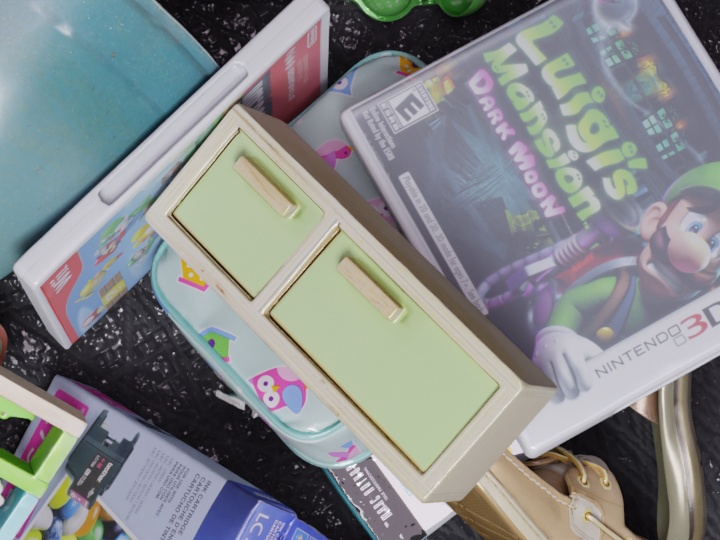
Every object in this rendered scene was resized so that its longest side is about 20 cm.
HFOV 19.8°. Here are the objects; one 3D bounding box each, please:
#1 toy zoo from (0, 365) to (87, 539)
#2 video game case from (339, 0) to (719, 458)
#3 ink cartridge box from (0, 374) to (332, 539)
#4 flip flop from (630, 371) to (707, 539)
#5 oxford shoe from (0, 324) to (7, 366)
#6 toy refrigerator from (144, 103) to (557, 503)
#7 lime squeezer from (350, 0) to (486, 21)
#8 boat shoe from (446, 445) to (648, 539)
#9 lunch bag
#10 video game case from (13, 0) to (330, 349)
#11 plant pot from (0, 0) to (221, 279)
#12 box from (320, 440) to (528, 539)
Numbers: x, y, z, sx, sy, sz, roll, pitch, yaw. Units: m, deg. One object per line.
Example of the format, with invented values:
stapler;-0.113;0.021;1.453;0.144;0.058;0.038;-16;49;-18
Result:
toy zoo;-0.247;0.128;1.050;0.131;0.020;0.201;33;94;-25
video game case;0.114;-0.036;1.031;0.181;0.023;0.201;-28;76;-6
ink cartridge box;-0.113;0.146;1.053;0.199;0.042;0.120;26;87;36
flip flop;0.145;0.051;1.080;0.057;0.081;0.202;-6;97;8
oxford shoe;-0.270;0.089;1.094;0.074;0.071;0.200;40;91;25
toy refrigerator;-0.007;0.015;0.992;0.200;0.070;0.076;45;101;18
lime squeezer;0.025;-0.151;1.115;0.198;0.071;0.038;0;109;23
boat shoe;0.107;0.129;1.096;0.069;0.074;0.200;-54;132;-10
lunch bag;0.000;0.000;1.083;0.200;0.077;0.160;-43;73;-6
video game case;-0.091;-0.048;1.051;0.017;0.143;0.200;44;79;9
plant pot;-0.201;-0.083;1.017;0.200;0.200;0.188;38;85;-6
box;0.070;0.065;1.128;0.199;0.049;0.083;-36;94;-5
